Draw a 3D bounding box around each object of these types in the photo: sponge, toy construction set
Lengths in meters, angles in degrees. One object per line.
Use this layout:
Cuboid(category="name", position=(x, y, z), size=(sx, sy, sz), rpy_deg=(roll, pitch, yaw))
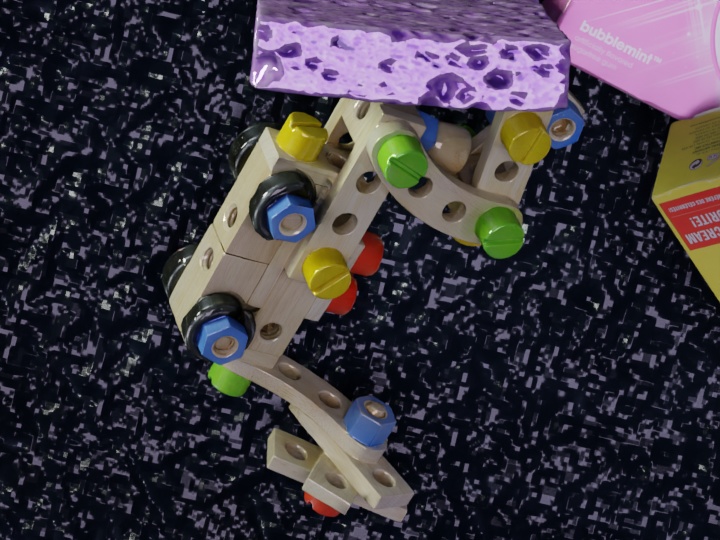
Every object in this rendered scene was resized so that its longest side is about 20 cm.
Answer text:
Cuboid(category="sponge", position=(0.015, -0.090, 1.101), size=(0.111, 0.200, 0.030), rpy_deg=(4, 101, -2))
Cuboid(category="toy construction set", position=(0.000, 0.000, 1.178), size=(0.131, 0.092, 0.201), rpy_deg=(14, 107, -30))

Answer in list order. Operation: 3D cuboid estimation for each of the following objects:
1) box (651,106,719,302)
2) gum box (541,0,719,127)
Cuboid(category="box", position=(0.196, 0.018, 1.159), size=(0.075, 0.050, 0.200), rpy_deg=(-16, 124, 31))
Cuboid(category="gum box", position=(0.182, -0.098, 1.175), size=(0.199, 0.066, 0.114), rpy_deg=(26, 99, -7))
